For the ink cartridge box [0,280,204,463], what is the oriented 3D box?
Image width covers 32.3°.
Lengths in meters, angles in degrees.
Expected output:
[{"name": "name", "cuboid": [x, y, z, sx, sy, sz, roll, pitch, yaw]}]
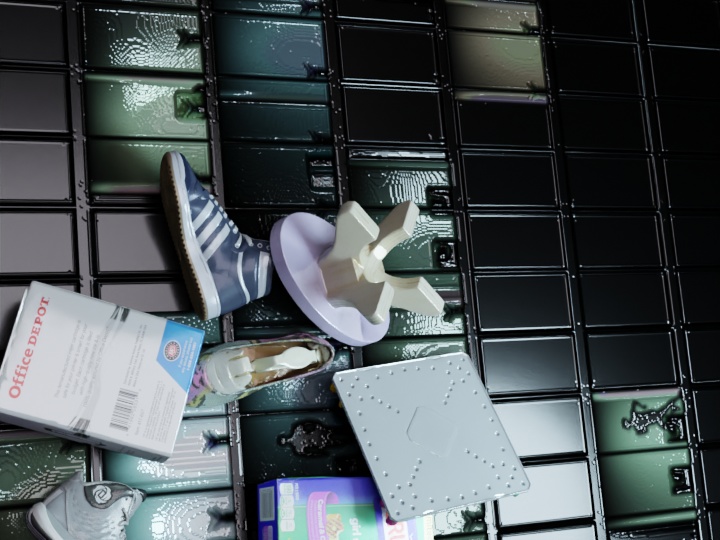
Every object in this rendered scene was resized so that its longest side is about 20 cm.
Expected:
[{"name": "ink cartridge box", "cuboid": [-0.288, 0.114, 1.361, 0.199, 0.084, 0.147, 18, 72, -11]}]

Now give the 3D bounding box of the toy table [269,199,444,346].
[{"name": "toy table", "cuboid": [0.000, 0.000, 1.473, 0.200, 0.117, 0.185, 36, 48, -36]}]

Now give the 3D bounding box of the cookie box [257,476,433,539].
[{"name": "cookie box", "cuboid": [-0.015, 0.330, 1.455, 0.199, 0.075, 0.172, 3, 77, -24]}]

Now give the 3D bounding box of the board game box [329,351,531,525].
[{"name": "board game box", "cuboid": [0.082, 0.200, 1.499, 0.199, 0.026, 0.201, -6, 57, -30]}]

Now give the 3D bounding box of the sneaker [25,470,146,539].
[{"name": "sneaker", "cuboid": [-0.258, 0.299, 1.356, 0.200, 0.075, 0.116, 48, 63, -7]}]

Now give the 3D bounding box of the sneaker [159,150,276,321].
[{"name": "sneaker", "cuboid": [-0.165, -0.051, 1.467, 0.108, 0.070, 0.201, -16, 93, -21]}]

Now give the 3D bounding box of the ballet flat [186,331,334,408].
[{"name": "ballet flat", "cuboid": [-0.121, 0.111, 1.455, 0.199, 0.071, 0.070, -12, 85, -25]}]
